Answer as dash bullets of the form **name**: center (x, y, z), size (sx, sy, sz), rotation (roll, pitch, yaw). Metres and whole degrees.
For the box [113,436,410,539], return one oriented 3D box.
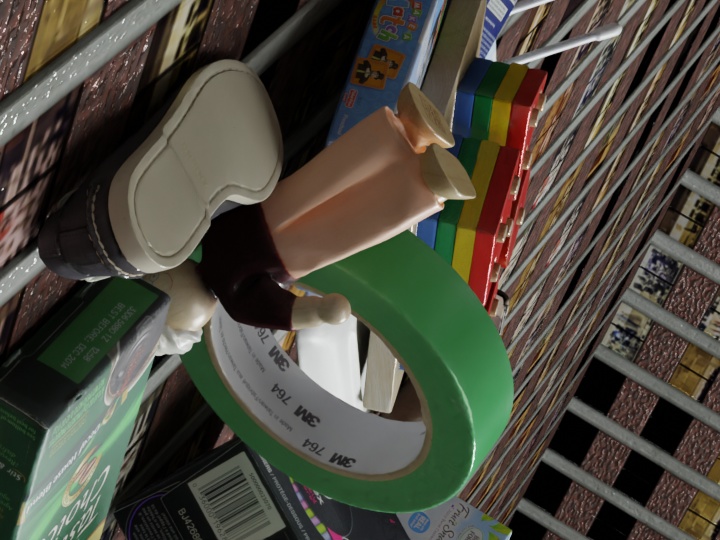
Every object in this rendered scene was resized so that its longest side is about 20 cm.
- **box**: center (-0.060, 0.167, 1.638), size (0.106, 0.123, 0.200), rotation (-29, 178, 16)

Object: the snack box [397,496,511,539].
- **snack box**: center (0.002, 0.212, 1.921), size (0.068, 0.200, 0.169), rotation (-51, 167, -35)

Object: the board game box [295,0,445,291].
- **board game box**: center (0.014, -0.104, 1.420), size (0.151, 0.036, 0.201), rotation (104, 5, -58)

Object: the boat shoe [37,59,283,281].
- **boat shoe**: center (-0.094, -0.048, 1.200), size (0.063, 0.073, 0.200), rotation (-17, -164, 24)

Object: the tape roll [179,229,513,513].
- **tape roll**: center (-0.013, 0.046, 1.387), size (0.048, 0.200, 0.201), rotation (-49, 166, -36)

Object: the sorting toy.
- **sorting toy**: center (0.064, -0.041, 1.540), size (0.200, 0.069, 0.199), rotation (95, 10, -51)

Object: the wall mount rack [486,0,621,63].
- **wall mount rack**: center (0.119, -0.145, 1.821), size (0.174, 0.074, 0.200), rotation (-57, 170, -11)

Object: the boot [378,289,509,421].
- **boot**: center (0.082, 0.081, 2.335), size (0.147, 0.070, 0.200), rotation (-67, 170, 9)

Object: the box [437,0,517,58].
- **box**: center (0.079, -0.181, 1.648), size (0.201, 0.032, 0.121), rotation (-62, 169, 2)

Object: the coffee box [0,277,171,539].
- **coffee box**: center (-0.161, 0.101, 1.278), size (0.123, 0.044, 0.200), rotation (-49, 165, -47)

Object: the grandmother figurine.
- **grandmother figurine**: center (-0.043, -0.020, 1.280), size (0.200, 0.122, 0.061), rotation (-32, 136, 16)

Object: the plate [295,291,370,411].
- **plate**: center (0.000, 0.000, 1.565), size (0.200, 0.032, 0.200), rotation (85, 18, -61)
